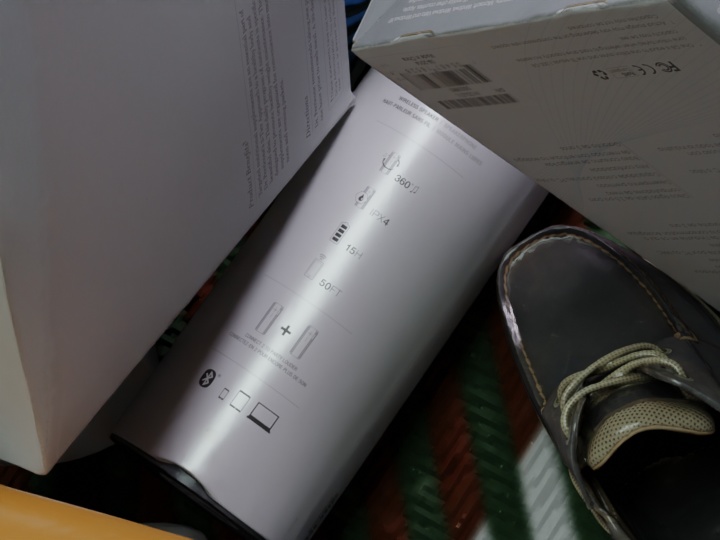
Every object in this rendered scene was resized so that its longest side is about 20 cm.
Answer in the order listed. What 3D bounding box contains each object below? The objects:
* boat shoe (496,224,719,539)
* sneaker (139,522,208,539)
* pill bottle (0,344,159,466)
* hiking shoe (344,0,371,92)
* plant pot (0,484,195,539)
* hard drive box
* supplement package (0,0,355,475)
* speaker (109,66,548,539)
[{"bbox_3d":[0.102,0.054,0.758,0.074,0.073,0.200,-36,56,4],"label":"boat shoe"},{"bbox_3d":[-0.145,0.105,0.851,0.199,0.075,0.088,-7,56,20],"label":"sneaker"},{"bbox_3d":[-0.134,-0.032,0.887,0.112,0.112,0.201,-25,58,12],"label":"pill bottle"},{"bbox_3d":[-0.020,-0.112,0.846,0.074,0.087,0.200,45,125,13],"label":"hiking shoe"},{"bbox_3d":[-0.095,0.146,0.656,0.182,0.200,0.201,2,66,13],"label":"plant pot"},{"bbox_3d":[0.123,-0.052,0.697,0.156,0.200,0.077,1,61,57],"label":"hard drive box"},{"bbox_3d":[-0.115,-0.087,0.719,0.146,0.192,0.200,18,47,23],"label":"supplement package"},{"bbox_3d":[0.000,0.000,0.827,0.081,0.081,0.200,28,78,33],"label":"speaker"}]
